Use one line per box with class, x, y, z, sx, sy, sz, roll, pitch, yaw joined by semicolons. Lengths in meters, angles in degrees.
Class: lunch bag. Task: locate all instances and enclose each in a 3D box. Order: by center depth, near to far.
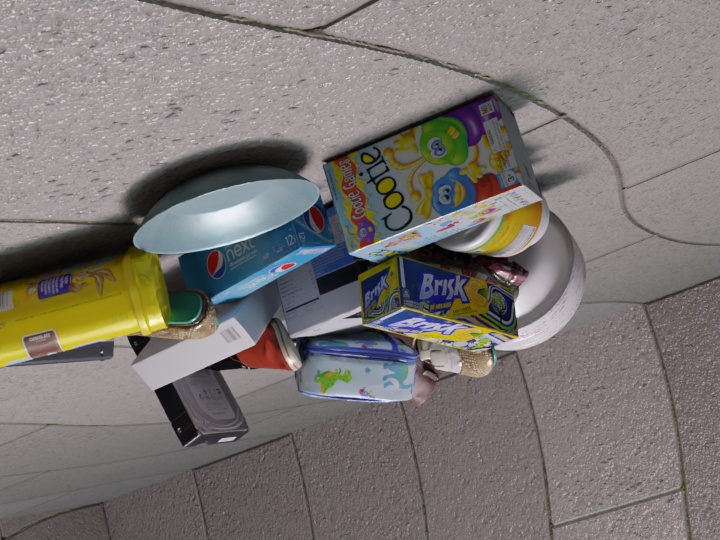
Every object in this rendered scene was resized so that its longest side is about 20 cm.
lunch bag;-0.007;0.123;1.595;0.159;0.083;0.200;6;-177;-6

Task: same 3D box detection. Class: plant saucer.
plant saucer;-0.141;-0.070;1.237;0.199;0.039;0.201;-16;168;-3

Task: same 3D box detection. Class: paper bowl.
paper bowl;0.200;-0.001;1.632;0.199;0.202;0.104;-21;146;16

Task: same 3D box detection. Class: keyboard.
keyboard;-0.146;0.114;1.692;0.103;0.040;0.199;5;-175;42

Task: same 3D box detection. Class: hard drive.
hard drive;-0.422;0.093;1.463;0.138;0.033;0.199;5;-178;34
hard drive;-0.243;0.150;1.682;0.038;0.201;0.139;-37;161;18

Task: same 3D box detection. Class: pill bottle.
pill bottle;0.158;-0.074;1.456;0.110;0.112;0.199;-23;167;26

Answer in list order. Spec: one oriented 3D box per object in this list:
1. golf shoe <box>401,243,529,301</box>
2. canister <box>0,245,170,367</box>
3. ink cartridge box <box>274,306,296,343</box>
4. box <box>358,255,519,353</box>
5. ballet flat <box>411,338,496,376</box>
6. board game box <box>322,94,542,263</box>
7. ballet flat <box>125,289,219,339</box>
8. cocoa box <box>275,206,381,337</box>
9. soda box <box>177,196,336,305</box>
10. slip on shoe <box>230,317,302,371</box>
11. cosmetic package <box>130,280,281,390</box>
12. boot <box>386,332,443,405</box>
golf shoe;0.121;0.017;1.489;0.199;0.093;0.073;14;-164;-34
canister;-0.315;0.039;1.305;0.198;0.087;0.149;-14;-169;-4
ink cartridge box;-0.105;0.052;1.718;0.145;0.084;0.199;-7;164;-40
box;0.093;0.042;1.390;0.199;0.065;0.070;15;150;-40
ballet flat;0.115;0.107;1.565;0.065;0.071;0.200;-15;-177;-13
board game box;0.077;-0.094;1.277;0.198;0.104;0.105;-21;168;16
ballet flat;-0.253;0.055;1.425;0.198;0.071;0.065;6;158;28
cocoa box;0.000;0.000;1.515;0.133;0.133;0.199;-23;167;33
soda box;-0.123;-0.022;1.400;0.199;0.068;0.064;-27;166;38
slip on shoe;-0.128;0.100;1.540;0.061;0.075;0.200;-30;-165;-20
cosmetic package;-0.187;0.064;1.552;0.199;0.052;0.151;-25;-156;36
boot;0.067;0.080;1.752;0.165;0.201;0.072;29;179;-22
